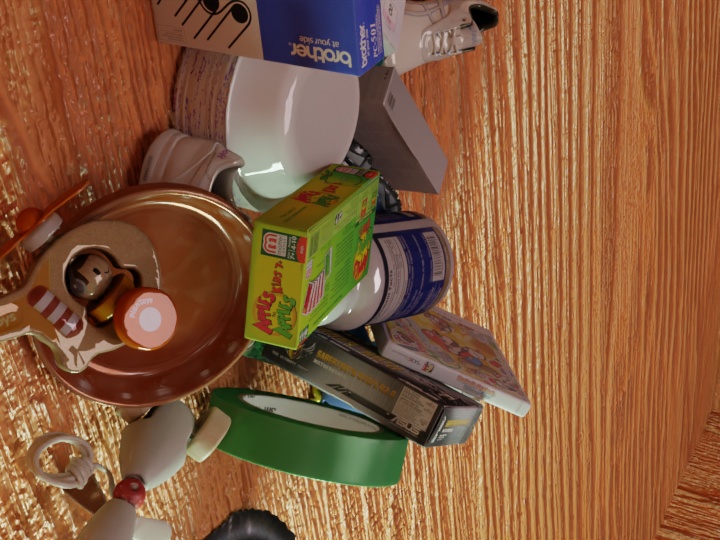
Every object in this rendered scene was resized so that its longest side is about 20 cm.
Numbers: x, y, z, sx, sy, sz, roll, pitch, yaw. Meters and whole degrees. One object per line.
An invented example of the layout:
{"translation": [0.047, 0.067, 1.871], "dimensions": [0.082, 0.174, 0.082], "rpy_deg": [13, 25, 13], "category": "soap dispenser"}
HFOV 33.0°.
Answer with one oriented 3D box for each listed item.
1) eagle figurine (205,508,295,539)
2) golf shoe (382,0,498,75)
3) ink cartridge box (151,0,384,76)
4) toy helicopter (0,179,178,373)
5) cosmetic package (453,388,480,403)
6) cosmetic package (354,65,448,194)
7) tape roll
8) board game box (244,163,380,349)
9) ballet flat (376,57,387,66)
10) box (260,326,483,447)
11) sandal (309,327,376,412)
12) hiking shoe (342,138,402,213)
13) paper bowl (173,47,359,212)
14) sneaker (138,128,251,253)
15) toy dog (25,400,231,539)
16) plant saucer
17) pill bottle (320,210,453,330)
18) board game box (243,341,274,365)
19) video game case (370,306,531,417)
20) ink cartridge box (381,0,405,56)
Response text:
{"translation": [-0.128, 0.345, 1.257], "dimensions": [0.151, 0.151, 0.200], "rpy_deg": [-32, -178, -1], "category": "eagle figurine"}
{"translation": [0.087, -0.273, 1.384], "dimensions": [0.200, 0.097, 0.079], "rpy_deg": [-46, 142, -43], "category": "golf shoe"}
{"translation": [-0.079, -0.219, 0.968], "dimensions": [0.044, 0.199, 0.094], "rpy_deg": [-45, 140, -45], "category": "ink cartridge box"}
{"translation": [-0.239, 0.017, 0.881], "dimensions": [0.199, 0.079, 0.133], "rpy_deg": [-23, 103, -29], "category": "toy helicopter"}
{"translation": [0.086, 0.120, 1.460], "dimensions": [0.200, 0.101, 0.074], "rpy_deg": [-83, -167, -75], "category": "cosmetic package"}
{"translation": [0.027, -0.154, 1.336], "dimensions": [0.200, 0.082, 0.051], "rpy_deg": [51, 50, -58], "category": "cosmetic package"}
{"translation": [-0.054, 0.162, 1.197], "dimensions": [0.200, 0.200, 0.048], "rpy_deg": [11, 92, -63], "category": "tape roll"}
{"translation": [-0.038, -0.018, 1.044], "dimensions": [0.200, 0.047, 0.102], "rpy_deg": [-45, 145, -65], "category": "board game box"}
{"translation": [-0.020, -0.271, 1.222], "dimensions": [0.200, 0.069, 0.072], "rpy_deg": [32, 54, -62], "category": "ballet flat"}
{"translation": [0.016, 0.115, 1.262], "dimensions": [0.049, 0.199, 0.158], "rpy_deg": [-64, 159, 4], "category": "box"}
{"translation": [-0.008, 0.135, 1.403], "dimensions": [0.079, 0.087, 0.201], "rpy_deg": [-28, 128, -58], "category": "sandal"}
{"translation": [-0.020, -0.086, 1.316], "dimensions": [0.087, 0.074, 0.200], "rpy_deg": [-46, 152, -1], "category": "hiking shoe"}
{"translation": [-0.075, -0.152, 1.119], "dimensions": [0.200, 0.104, 0.202], "rpy_deg": [-36, 133, -51], "category": "paper bowl"}
{"translation": [-0.149, -0.015, 1.038], "dimensions": [0.075, 0.099, 0.201], "rpy_deg": [-18, 119, -70], "category": "sneaker"}
{"translation": [-0.199, 0.178, 1.047], "dimensions": [0.200, 0.132, 0.096], "rpy_deg": [-35, 171, -47], "category": "toy dog"}
{"translation": [-0.171, 0.020, 0.992], "dimensions": [0.199, 0.032, 0.201], "rpy_deg": [-13, 123, -22], "category": "plant saucer"}
{"translation": [0.000, 0.000, 1.260], "dimensions": [0.200, 0.115, 0.116], "rpy_deg": [-8, 110, -53], "category": "pill bottle"}
{"translation": [-0.111, 0.034, 1.222], "dimensions": [0.200, 0.023, 0.105], "rpy_deg": [29, 76, -63], "category": "board game box"}
{"translation": [0.090, 0.081, 1.379], "dimensions": [0.023, 0.181, 0.200], "rpy_deg": [-61, -163, 16], "category": "video game case"}
{"translation": [-0.006, -0.326, 1.143], "dimensions": [0.163, 0.057, 0.201], "rpy_deg": [47, 47, -48], "category": "ink cartridge box"}
